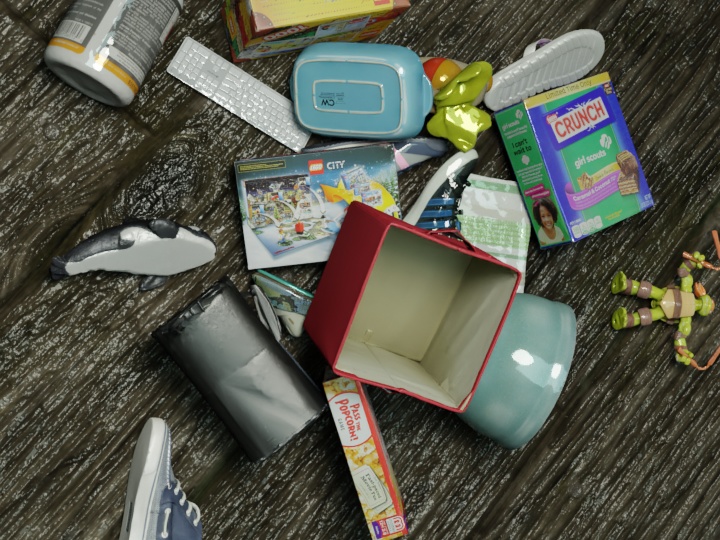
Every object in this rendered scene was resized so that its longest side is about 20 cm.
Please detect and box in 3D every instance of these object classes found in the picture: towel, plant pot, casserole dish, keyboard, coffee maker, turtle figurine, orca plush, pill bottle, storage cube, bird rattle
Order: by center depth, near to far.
[{"bbox_3d":[0.054,0.035,1.174,0.171,0.180,0.200,19,96,-17],"label":"storage cube"},{"bbox_3d":[-0.147,0.122,1.184,0.135,0.192,0.200,-37,96,13],"label":"coffee maker"},{"bbox_3d":[-0.283,-0.307,1.207,0.116,0.116,0.200,29,78,-14],"label":"pill bottle"},{"bbox_3d":[-0.282,-0.030,1.231,0.200,0.071,0.105,-19,137,-13],"label":"orca plush"},{"bbox_3d":[-0.008,-0.220,1.253,0.039,0.200,0.121,-36,129,-56],"label":"casserole dish"},{"bbox_3d":[0.166,0.110,1.283,0.134,0.200,0.201,23,80,-9],"label":"plant pot"},{"bbox_3d":[-0.150,-0.225,1.298,0.200,0.011,0.056,31,78,-14],"label":"keyboard"},{"bbox_3d":[0.086,-0.234,1.318,0.163,0.200,0.113,-40,135,-48],"label":"bird rattle"},{"bbox_3d":[0.158,-0.029,1.377,0.149,0.031,0.200,9,86,-14],"label":"towel"},{"bbox_3d":[0.441,0.038,1.439,0.161,0.064,0.200,4,94,-10],"label":"turtle figurine"}]

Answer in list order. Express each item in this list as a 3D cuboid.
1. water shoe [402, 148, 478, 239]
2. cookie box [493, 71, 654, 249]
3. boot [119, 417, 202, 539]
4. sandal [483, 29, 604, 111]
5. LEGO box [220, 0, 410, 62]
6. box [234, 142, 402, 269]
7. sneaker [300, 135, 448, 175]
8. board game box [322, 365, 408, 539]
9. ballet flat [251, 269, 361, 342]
[{"bbox_3d":[0.105,-0.064,1.314,0.079,0.071,0.200,39,101,12],"label":"water shoe"},{"bbox_3d":[0.294,-0.152,1.383,0.171,0.075,0.200,-23,93,-31],"label":"cookie box"},{"bbox_3d":[-0.233,0.280,1.216,0.090,0.073,0.200,11,91,-24],"label":"boot"},{"bbox_3d":[0.251,-0.291,1.405,0.202,0.083,0.050,-25,51,-16],"label":"sandal"},{"bbox_3d":[-0.060,-0.331,1.261,0.200,0.149,0.077,-14,91,-17],"label":"LEGO box"},{"bbox_3d":[-0.050,-0.081,1.262,0.200,0.038,0.137,-6,100,0],"label":"box"},{"bbox_3d":[0.022,-0.135,1.324,0.200,0.070,0.082,-8,101,-12],"label":"sneaker"},{"bbox_3d":[0.005,0.216,1.243,0.046,0.152,0.200,-18,93,0],"label":"board game box"},{"bbox_3d":[-0.054,0.063,1.282,0.200,0.074,0.074,22,80,-13],"label":"ballet flat"}]
